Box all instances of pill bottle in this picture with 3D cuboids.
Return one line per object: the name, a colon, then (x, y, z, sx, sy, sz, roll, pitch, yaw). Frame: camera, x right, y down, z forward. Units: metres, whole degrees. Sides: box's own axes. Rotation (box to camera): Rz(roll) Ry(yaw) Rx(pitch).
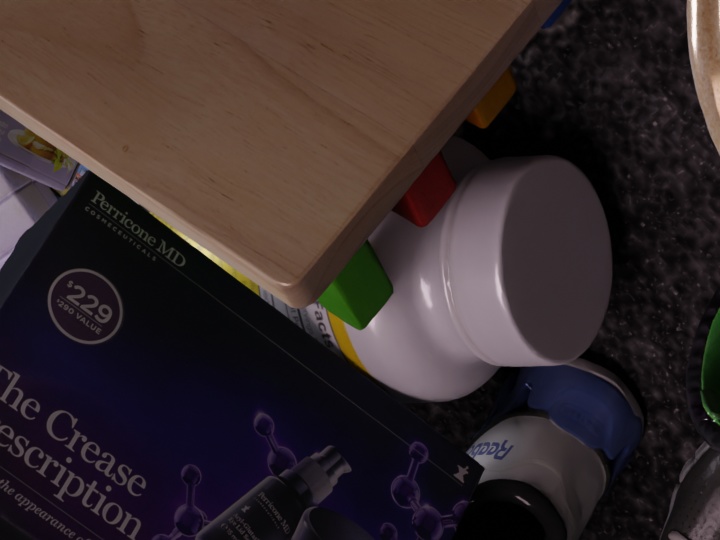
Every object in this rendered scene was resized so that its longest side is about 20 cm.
pill bottle: (0.000, 0.000, 0.868, 0.199, 0.111, 0.112, -2, 115, 39)

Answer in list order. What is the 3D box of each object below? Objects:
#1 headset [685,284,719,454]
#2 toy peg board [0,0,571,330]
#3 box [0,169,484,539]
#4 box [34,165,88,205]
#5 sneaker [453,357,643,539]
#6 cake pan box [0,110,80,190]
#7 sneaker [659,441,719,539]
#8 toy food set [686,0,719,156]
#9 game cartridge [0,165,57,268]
headset: (0.184, -0.015, 0.713, 0.094, 0.124, 0.200, 39, 109, -24)
toy peg board: (-0.022, -0.094, 0.794, 0.200, 0.199, 0.098, 33, 166, 28)
box: (-0.070, 0.082, 0.799, 0.200, 0.142, 0.079, 37, 143, -13)
box: (-0.166, -0.088, 0.995, 0.200, 0.038, 0.137, 41, 134, 10)
sneaker: (0.044, 0.133, 0.907, 0.080, 0.115, 0.200, 32, 133, 6)
cake pan box: (-0.233, -0.107, 0.876, 0.199, 0.184, 0.053, 23, 85, 39)
sneaker: (0.132, 0.160, 0.860, 0.075, 0.115, 0.201, 29, 131, 20)
toy food set: (0.198, -0.077, 0.637, 0.201, 0.197, 0.049, 59, 179, -2)
game cartridge: (-0.226, 0.001, 1.024, 0.199, 0.038, 0.130, -31, 92, 31)
